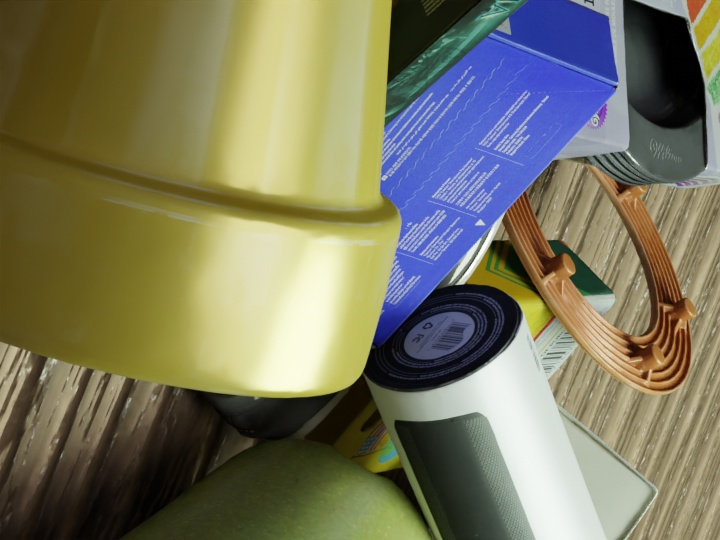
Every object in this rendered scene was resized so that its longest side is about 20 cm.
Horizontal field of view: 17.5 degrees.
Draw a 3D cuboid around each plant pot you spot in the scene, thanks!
[{"bbox_3d":[-0.053,0.175,1.074,0.184,0.200,0.201,-46,145,-56],"label":"plant pot"},{"bbox_3d":[-0.070,-0.075,0.843,0.201,0.200,0.189,-1,109,-60],"label":"plant pot"}]

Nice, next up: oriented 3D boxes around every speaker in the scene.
[{"bbox_3d":[0.069,0.108,1.124,0.081,0.081,0.200,-48,130,-36],"label":"speaker"}]

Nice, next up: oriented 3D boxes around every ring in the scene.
[{"bbox_3d":[0.129,-0.025,1.285,0.200,0.019,0.201,42,32,-33],"label":"ring"}]

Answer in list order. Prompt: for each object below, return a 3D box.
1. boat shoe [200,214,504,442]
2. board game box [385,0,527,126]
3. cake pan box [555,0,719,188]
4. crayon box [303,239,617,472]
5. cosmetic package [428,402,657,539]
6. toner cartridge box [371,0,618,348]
[{"bbox_3d":[0.000,0.000,1.122,0.200,0.067,0.057,-50,141,6],"label":"boat shoe"},{"bbox_3d":[0.001,-0.134,0.909,0.028,0.136,0.200,-6,158,-39],"label":"board game box"},{"bbox_3d":[0.128,-0.141,1.146,0.184,0.052,0.201,9,78,-51],"label":"cake pan box"},{"bbox_3d":[0.044,0.045,1.231,0.127,0.051,0.200,-50,159,19],"label":"crayon box"},{"bbox_3d":[0.098,0.139,1.309,0.103,0.087,0.200,-51,173,-3],"label":"cosmetic package"},{"bbox_3d":[0.016,-0.048,1.004,0.200,0.095,0.043,-48,-149,41],"label":"toner cartridge box"}]
